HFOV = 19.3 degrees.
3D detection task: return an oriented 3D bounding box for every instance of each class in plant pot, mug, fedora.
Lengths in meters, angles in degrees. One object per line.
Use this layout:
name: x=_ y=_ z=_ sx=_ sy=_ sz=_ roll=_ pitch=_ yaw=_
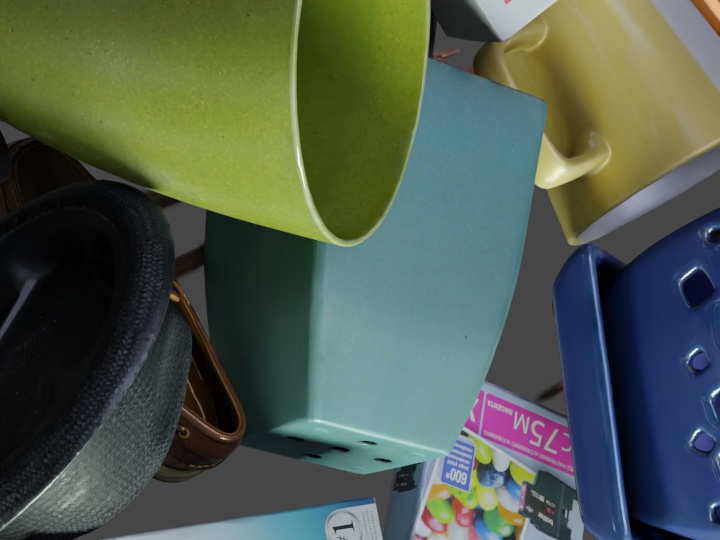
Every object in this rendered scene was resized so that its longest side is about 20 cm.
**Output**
plant pot: x=0.220 y=0.072 z=1.221 sx=0.200 sy=0.178 sz=0.202 roll=24 pitch=57 yaw=-66
plant pot: x=-0.088 y=-0.116 z=1.012 sx=0.187 sy=0.198 sz=0.189 roll=7 pitch=90 yaw=-71
mug: x=0.153 y=-0.120 z=1.275 sx=0.149 sy=0.187 sz=0.154 roll=-29 pitch=82 yaw=7
plant pot: x=0.000 y=0.000 z=1.144 sx=0.140 sy=0.141 sz=0.202 roll=16 pitch=70 yaw=-30
fedora: x=-0.146 y=0.059 z=1.012 sx=0.092 sy=0.199 sz=0.202 roll=43 pitch=53 yaw=-40

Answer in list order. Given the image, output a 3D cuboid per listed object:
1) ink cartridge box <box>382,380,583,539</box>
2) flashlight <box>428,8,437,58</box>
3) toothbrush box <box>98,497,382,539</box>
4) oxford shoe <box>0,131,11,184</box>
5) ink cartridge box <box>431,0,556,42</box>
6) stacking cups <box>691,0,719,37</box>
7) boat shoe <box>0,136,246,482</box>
ink cartridge box: x=0.068 y=0.166 z=1.200 sx=0.119 sy=0.042 sz=0.202 roll=24 pitch=65 yaw=-26
flashlight: x=0.028 y=-0.210 z=1.268 sx=0.068 sy=0.067 sz=0.202 roll=37 pitch=51 yaw=-47
toothbrush box: x=-0.080 y=0.202 z=1.057 sx=0.199 sy=0.085 sz=0.148 roll=-3 pitch=77 yaw=-34
oxford shoe: x=-0.247 y=-0.112 z=1.055 sx=0.071 sy=0.071 sz=0.201 roll=10 pitch=51 yaw=-59
ink cartridge box: x=0.068 y=-0.250 z=1.173 sx=0.147 sy=0.086 sz=0.201 roll=-37 pitch=108 yaw=-9
stacking cups: x=0.254 y=-0.146 z=1.412 sx=0.200 sy=0.060 sz=0.061 roll=50 pitch=54 yaw=-12
boat shoe: x=-0.121 y=0.014 z=1.097 sx=0.072 sy=0.067 sz=0.201 roll=-35 pitch=96 yaw=-37
